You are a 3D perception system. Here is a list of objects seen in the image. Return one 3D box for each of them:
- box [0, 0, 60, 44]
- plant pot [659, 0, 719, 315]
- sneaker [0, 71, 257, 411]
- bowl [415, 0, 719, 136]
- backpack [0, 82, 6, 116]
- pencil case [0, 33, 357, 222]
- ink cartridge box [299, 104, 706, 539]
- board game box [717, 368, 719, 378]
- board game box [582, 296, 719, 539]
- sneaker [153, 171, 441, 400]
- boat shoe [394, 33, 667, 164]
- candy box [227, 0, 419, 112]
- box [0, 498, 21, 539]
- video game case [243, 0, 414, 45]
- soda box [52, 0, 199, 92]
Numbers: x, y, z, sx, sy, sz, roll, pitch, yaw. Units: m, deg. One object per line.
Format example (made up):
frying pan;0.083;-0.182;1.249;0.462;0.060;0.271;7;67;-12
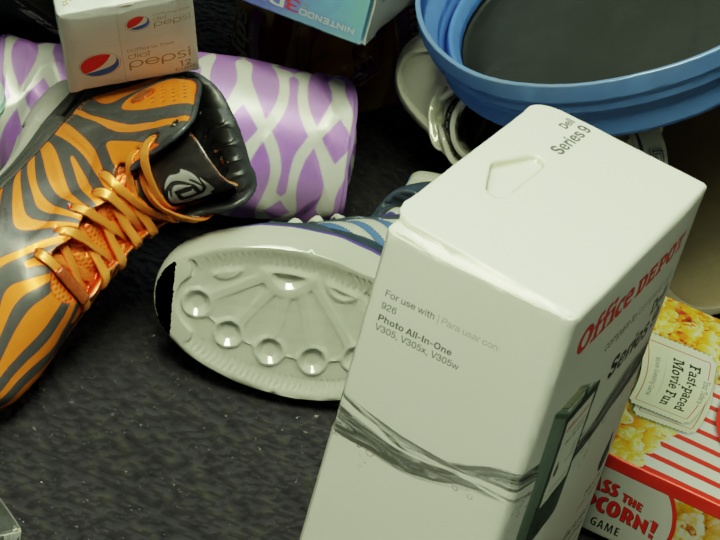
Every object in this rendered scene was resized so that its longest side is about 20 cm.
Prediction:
box;-0.221;-0.162;1.184;0.159;0.044;0.200;12;-9;22
plant pot;0.133;-0.098;1.267;0.199;0.189;0.187;25;31;38
sneaker;-0.117;-0.024;1.048;0.111;0.078;0.201;-9;44;32
bowl;0.127;-0.134;1.137;0.199;0.040;0.201;-12;38;10
backpack;-0.266;-0.071;1.072;0.199;0.151;0.177;-9;33;-42
pencil case;-0.096;-0.072;1.199;0.199;0.085;0.086;8;9;-12
ink cartridge box;0.052;0.054;0.947;0.084;0.201;0.146;26;34;17
board game box;0.266;0.092;1.050;0.134;0.034;0.200;-1;36;-25
board game box;0.182;0.091;1.092;0.199;0.047;0.152;24;33;13
sneaker;0.000;0.000;1.143;0.199;0.081;0.147;6;22;-5
boat shoe;0.067;-0.074;1.173;0.065;0.072;0.200;-4;28;-35
candy box;0.024;-0.158;1.349;0.199;0.117;0.056;-15;41;-38
box;-0.254;0.089;0.908;0.199;0.050;0.158;-11;40;-35
video game case;-0.050;-0.195;1.215;0.199;0.046;0.181;22;30;13
soda box;-0.124;-0.188;1.097;0.063;0.068;0.201;-11;64;-6
